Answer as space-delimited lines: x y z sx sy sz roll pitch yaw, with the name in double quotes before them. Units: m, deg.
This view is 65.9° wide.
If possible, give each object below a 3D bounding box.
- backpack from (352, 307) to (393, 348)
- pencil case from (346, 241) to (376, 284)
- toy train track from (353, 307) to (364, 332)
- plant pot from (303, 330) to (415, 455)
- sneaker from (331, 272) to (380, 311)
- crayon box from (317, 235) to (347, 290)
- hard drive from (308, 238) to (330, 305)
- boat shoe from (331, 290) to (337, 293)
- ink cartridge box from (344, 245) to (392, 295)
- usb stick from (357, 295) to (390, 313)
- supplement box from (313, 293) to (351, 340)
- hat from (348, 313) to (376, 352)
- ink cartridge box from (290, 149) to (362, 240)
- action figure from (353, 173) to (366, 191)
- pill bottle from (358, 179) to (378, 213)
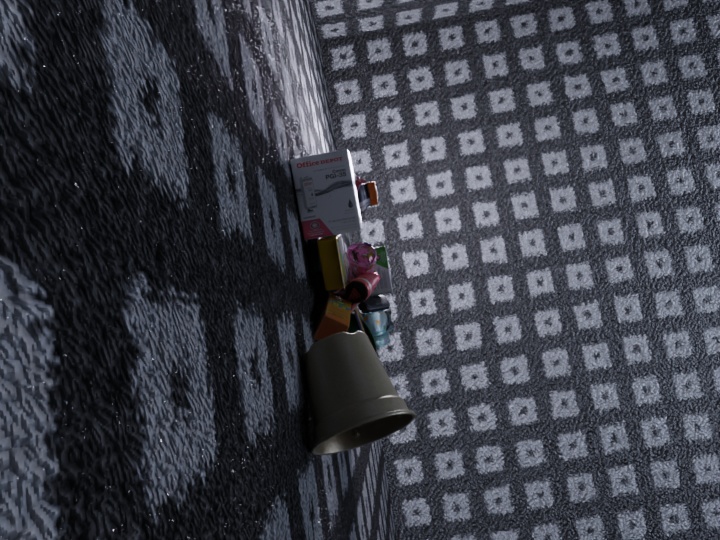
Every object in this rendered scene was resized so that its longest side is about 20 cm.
"backpack" 0.010 0.187 1.827 0.200 0.176 0.153 21 62 -73
"pencil case" 0.000 0.000 1.551 0.200 0.083 0.087 93 0 -62
"toy train track" -0.018 0.137 1.574 0.115 0.033 0.200 59 7 -44
"plant pot" -0.022 0.224 1.050 0.200 0.200 0.184 76 -7 -63
"sneaker" -0.010 0.061 1.471 0.074 0.087 0.200 55 -37 -1
"crayon box" -0.069 -0.023 1.413 0.200 0.052 0.126 -85 166 -83
"hard drive" -0.110 -0.027 1.477 0.140 0.033 0.200 79 4 -49
"boat shoe" -0.079 0.040 1.619 0.065 0.071 0.200 89 3 -74
"ink cartridge box" -0.009 0.013 1.748 0.083 0.200 0.147 88 -7 -84
"usb stick" 0.042 0.103 1.720 0.055 0.033 0.200 54 18 14
"supplement box" -0.065 0.117 1.341 0.200 0.066 0.069 -95 -151 -79
"hat" -0.066 0.238 1.633 0.200 0.176 0.166 25 -53 40
"ink cartridge box" -0.083 -0.185 1.364 0.083 0.146 0.200 -60 140 -84
"action figure" -0.071 -0.207 1.464 0.134 0.200 0.149 15 77 -46
"pill bottle" -0.048 -0.216 1.660 0.106 0.200 0.106 -9 90 -87
